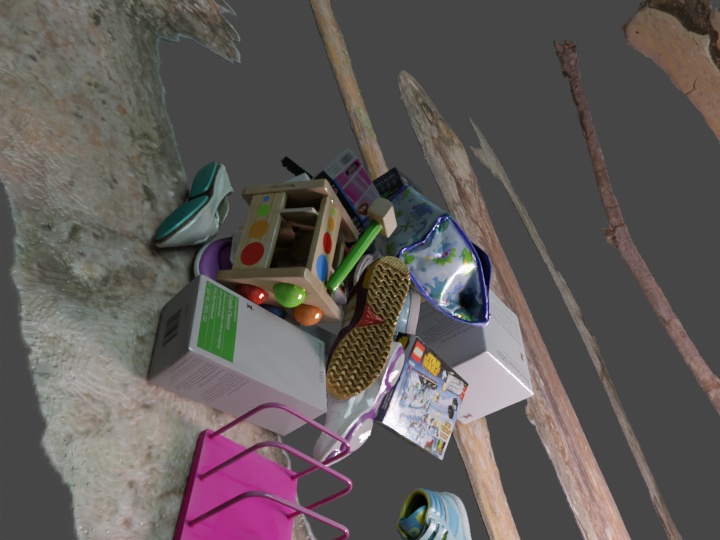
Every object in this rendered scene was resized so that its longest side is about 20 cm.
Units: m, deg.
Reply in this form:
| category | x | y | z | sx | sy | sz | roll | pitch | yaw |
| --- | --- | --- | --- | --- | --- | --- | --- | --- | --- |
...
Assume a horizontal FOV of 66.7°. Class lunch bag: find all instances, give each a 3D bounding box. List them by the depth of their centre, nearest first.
| category | x | y | z | sx | sy | sz | roll | pitch | yaw |
| --- | --- | --- | --- | --- | --- | --- | --- | --- | --- |
| lunch bag | 0.117 | -0.015 | 0.864 | 0.201 | 0.127 | 0.170 | 52 | 1 | -28 |

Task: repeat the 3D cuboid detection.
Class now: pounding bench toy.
| category | x | y | z | sx | sy | sz | roll | pitch | yaw |
| --- | --- | --- | --- | --- | --- | --- | --- | --- | --- |
| pounding bench toy | -0.057 | -0.014 | 0.700 | 0.125 | 0.197 | 0.158 | 56 | 37 | -53 |

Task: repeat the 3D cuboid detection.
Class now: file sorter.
| category | x | y | z | sx | sy | sz | roll | pitch | yaw |
| --- | --- | --- | --- | --- | --- | --- | --- | --- | --- |
| file sorter | -0.088 | 0.255 | 0.535 | 0.139 | 0.125 | 0.202 | 39 | 33 | -30 |

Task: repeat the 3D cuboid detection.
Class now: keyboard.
| category | x | y | z | sx | sy | sz | roll | pitch | yaw |
| --- | --- | --- | --- | --- | --- | --- | --- | --- | --- |
| keyboard | -0.059 | -0.136 | 0.975 | 0.199 | 0.021 | 0.127 | 35 | 0 | -16 |

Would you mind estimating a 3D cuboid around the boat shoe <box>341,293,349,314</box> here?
| category | x | y | z | sx | sy | sz | roll | pitch | yaw |
| --- | --- | --- | --- | --- | --- | --- | --- | --- | --- |
| boat shoe | 0.054 | 0.102 | 0.976 | 0.200 | 0.069 | 0.074 | 42 | 32 | -27 |

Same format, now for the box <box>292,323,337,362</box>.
| category | x | y | z | sx | sy | sz | roll | pitch | yaw |
| --- | --- | --- | --- | --- | --- | --- | --- | --- | --- |
| box | -0.053 | 0.118 | 0.821 | 0.199 | 0.038 | 0.042 | 31 | 39 | -40 |

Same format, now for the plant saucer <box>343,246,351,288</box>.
| category | x | y | z | sx | sy | sz | roll | pitch | yaw |
| --- | --- | --- | --- | --- | --- | --- | --- | --- | --- |
| plant saucer | -0.005 | -0.046 | 1.069 | 0.199 | 0.036 | 0.202 | 24 | 43 | -48 |

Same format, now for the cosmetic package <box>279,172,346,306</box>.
| category | x | y | z | sx | sy | sz | roll | pitch | yaw |
| --- | --- | --- | --- | --- | --- | --- | --- | --- | --- |
| cosmetic package | -0.085 | -0.043 | 0.871 | 0.102 | 0.070 | 0.202 | 53 | 20 | -53 |

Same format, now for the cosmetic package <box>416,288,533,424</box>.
| category | x | y | z | sx | sy | sz | roll | pitch | yaw |
| --- | --- | --- | --- | --- | --- | --- | --- | --- | --- |
| cosmetic package | 0.214 | 0.155 | 1.078 | 0.167 | 0.165 | 0.202 | 41 | 33 | -28 |

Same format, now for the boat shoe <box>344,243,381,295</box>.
| category | x | y | z | sx | sy | sz | roll | pitch | yaw |
| --- | --- | --- | --- | --- | --- | --- | --- | --- | --- |
| boat shoe | 0.000 | 0.000 | 0.917 | 0.200 | 0.059 | 0.077 | -44 | 129 | -70 |

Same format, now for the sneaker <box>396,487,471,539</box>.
| category | x | y | z | sx | sy | sz | roll | pitch | yaw |
| --- | --- | --- | --- | --- | --- | --- | --- | --- | --- |
| sneaker | 0.107 | 0.400 | 0.756 | 0.130 | 0.079 | 0.201 | 36 | 25 | -38 |

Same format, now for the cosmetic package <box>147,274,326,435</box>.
| category | x | y | z | sx | sy | sz | roll | pitch | yaw |
| --- | --- | --- | --- | --- | --- | --- | --- | --- | --- |
| cosmetic package | -0.137 | 0.107 | 0.651 | 0.199 | 0.084 | 0.109 | 33 | 35 | -36 |

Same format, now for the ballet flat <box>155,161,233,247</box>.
| category | x | y | z | sx | sy | sz | roll | pitch | yaw |
| --- | --- | --- | --- | --- | --- | --- | --- | --- | --- |
| ballet flat | -0.213 | -0.079 | 0.747 | 0.069 | 0.069 | 0.201 | 43 | 29 | -24 |

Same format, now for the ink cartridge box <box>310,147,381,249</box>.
| category | x | y | z | sx | sy | sz | roll | pitch | yaw |
| --- | --- | --- | --- | --- | --- | --- | --- | --- | --- |
| ink cartridge box | -0.014 | -0.101 | 0.879 | 0.037 | 0.095 | 0.200 | 47 | -2 | 30 |

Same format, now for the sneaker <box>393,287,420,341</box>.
| category | x | y | z | sx | sy | sz | roll | pitch | yaw |
| --- | --- | --- | --- | --- | --- | --- | --- | --- | --- |
| sneaker | 0.043 | 0.119 | 0.907 | 0.081 | 0.074 | 0.203 | 9 | 83 | -19 |

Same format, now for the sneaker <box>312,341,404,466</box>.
| category | x | y | z | sx | sy | sz | roll | pitch | yaw |
| --- | --- | --- | --- | --- | --- | --- | --- | --- | --- |
| sneaker | -0.018 | 0.176 | 0.764 | 0.201 | 0.099 | 0.075 | -55 | 153 | -28 |

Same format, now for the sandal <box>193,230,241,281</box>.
| category | x | y | z | sx | sy | sz | roll | pitch | yaw |
| --- | --- | --- | --- | --- | --- | --- | --- | --- | --- |
| sandal | -0.164 | -0.024 | 0.775 | 0.083 | 0.050 | 0.203 | 54 | 27 | -6 |

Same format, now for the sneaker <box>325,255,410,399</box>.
| category | x | y | z | sx | sy | sz | roll | pitch | yaw |
| --- | --- | --- | --- | --- | --- | --- | --- | --- | --- |
| sneaker | 0.006 | 0.078 | 0.750 | 0.074 | 0.202 | 0.090 | 28 | -9 | -10 |

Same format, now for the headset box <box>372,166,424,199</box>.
| category | x | y | z | sx | sy | sz | roll | pitch | yaw |
| --- | --- | --- | --- | --- | --- | --- | --- | --- | --- |
| headset box | 0.103 | -0.116 | 1.224 | 0.174 | 0.092 | 0.202 | 14 | 50 | -66 |

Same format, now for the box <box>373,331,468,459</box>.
| category | x | y | z | sx | sy | sz | roll | pitch | yaw |
| --- | --- | --- | --- | --- | --- | --- | --- | --- | --- |
| box | 0.097 | 0.204 | 0.871 | 0.200 | 0.040 | 0.138 | 44 | 64 | -43 |
